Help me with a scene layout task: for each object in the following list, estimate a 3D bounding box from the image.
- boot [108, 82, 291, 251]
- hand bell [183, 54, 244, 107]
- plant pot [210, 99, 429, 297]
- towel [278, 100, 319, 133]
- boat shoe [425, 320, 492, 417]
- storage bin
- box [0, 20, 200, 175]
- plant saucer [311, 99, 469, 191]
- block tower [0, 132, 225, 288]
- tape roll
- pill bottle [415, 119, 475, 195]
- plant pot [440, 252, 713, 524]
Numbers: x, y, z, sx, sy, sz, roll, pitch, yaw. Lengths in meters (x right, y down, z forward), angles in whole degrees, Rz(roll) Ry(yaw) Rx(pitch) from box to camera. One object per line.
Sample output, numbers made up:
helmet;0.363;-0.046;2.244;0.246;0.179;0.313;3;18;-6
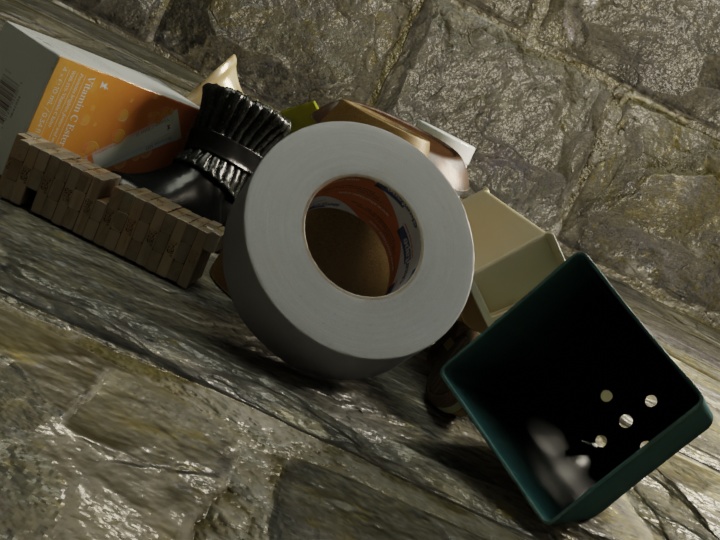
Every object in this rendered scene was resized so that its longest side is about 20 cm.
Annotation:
boot;-0.167;-0.110;1.026;0.079;0.159;0.210;31;11;28
hand bell;-0.115;-0.129;1.175;0.200;0.104;0.104;50;5;-13
plant pot;-0.019;-0.051;0.993;0.185;0.201;0.186;24;11;-5
towel;-0.041;-0.117;1.337;0.018;0.202;0.086;-34;18;-36
boat shoe;0.108;0.098;0.957;0.076;0.072;0.200;41;11;-4
storage bin;0.153;0.038;1.058;0.200;0.093;0.200;63;-3;-20
box;-0.267;-0.143;1.034;0.097;0.125;0.199;33;12;34
plant saucer;0.040;-0.149;1.200;0.199;0.032;0.200;24;15;-7
block tower;-0.215;-0.052;0.913;0.198;0.058;0.054;25;10;0
tape roll;-0.009;-0.016;0.850;0.199;0.202;0.066;23;-28;-16
pill bottle;0.084;-0.109;1.540;0.112;0.201;0.113;25;10;-4
plant pot;0.187;0.107;0.828;0.142;0.141;0.200;55;12;29
